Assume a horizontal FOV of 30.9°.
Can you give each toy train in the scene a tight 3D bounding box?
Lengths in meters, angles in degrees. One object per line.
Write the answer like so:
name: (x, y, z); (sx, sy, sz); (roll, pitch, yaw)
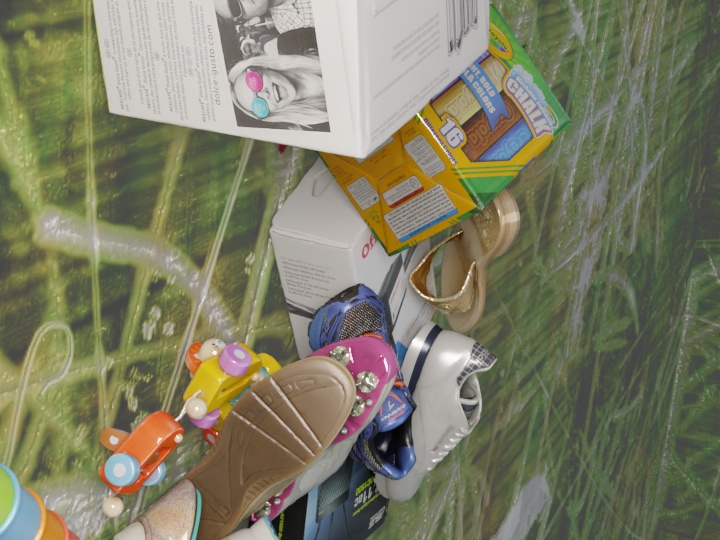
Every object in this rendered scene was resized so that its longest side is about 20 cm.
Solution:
toy train: (-0.133, 0.110, 0.988); (0.151, 0.056, 0.200); (-50, 167, 4)

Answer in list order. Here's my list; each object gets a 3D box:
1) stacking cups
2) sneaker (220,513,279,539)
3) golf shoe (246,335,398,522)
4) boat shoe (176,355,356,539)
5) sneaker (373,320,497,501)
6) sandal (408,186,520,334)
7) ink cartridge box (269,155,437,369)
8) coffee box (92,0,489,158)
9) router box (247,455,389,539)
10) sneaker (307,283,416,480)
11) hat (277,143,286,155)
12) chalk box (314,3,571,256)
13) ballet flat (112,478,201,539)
stacking cups: (-0.227, 0.151, 0.793); (0.200, 0.060, 0.061); (70, 39, -56)
sneaker: (-0.088, 0.267, 1.023); (0.080, 0.077, 0.201); (-24, 139, -15)
golf shoe: (-0.030, 0.121, 1.058); (0.200, 0.075, 0.091); (-48, 160, 27)
boat shoe: (-0.073, 0.132, 0.991); (0.200, 0.071, 0.064); (-44, 173, 22)
sneaker: (0.068, 0.147, 1.241); (0.076, 0.080, 0.201); (-52, 159, -56)
sandal: (0.077, -0.004, 1.175); (0.069, 0.078, 0.212); (-14, 154, -21)
ink cartridge box: (0.000, 0.000, 1.183); (0.145, 0.083, 0.201); (-56, 149, -38)
coffee box: (-0.043, -0.215, 0.837); (0.200, 0.196, 0.202); (-44, 138, -50)
router box: (-0.033, 0.198, 1.235); (0.200, 0.062, 0.151); (-25, 125, -62)
sneaker: (0.013, 0.096, 1.100); (0.075, 0.078, 0.201); (-30, 130, -18)
hat: (-0.026, -0.247, 1.084); (0.166, 0.175, 0.201); (70, 2, -50)
chalk box: (0.080, -0.126, 1.091); (0.200, 0.125, 0.124); (-41, 98, -40)
ballet flat: (-0.173, 0.245, 0.945); (0.067, 0.068, 0.202); (20, 82, -27)
